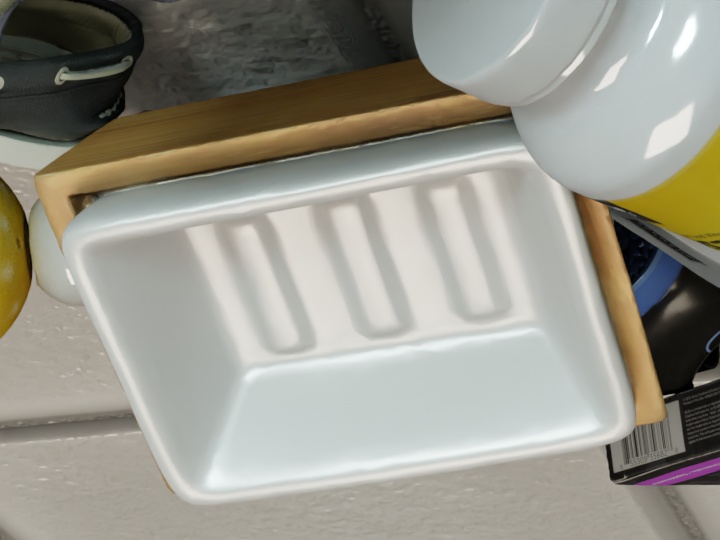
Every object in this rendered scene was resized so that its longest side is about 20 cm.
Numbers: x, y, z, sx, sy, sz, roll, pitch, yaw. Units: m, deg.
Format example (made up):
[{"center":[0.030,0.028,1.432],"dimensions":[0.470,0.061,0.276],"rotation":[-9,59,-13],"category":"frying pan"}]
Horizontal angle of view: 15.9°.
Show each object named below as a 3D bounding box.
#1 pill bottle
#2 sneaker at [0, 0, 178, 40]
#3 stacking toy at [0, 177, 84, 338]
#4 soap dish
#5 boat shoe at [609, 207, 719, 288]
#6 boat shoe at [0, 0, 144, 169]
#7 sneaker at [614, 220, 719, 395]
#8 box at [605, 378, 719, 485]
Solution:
[{"center":[0.118,-0.065,0.830],"dimensions":[0.199,0.113,0.112],"rotation":[20,149,-31],"category":"pill bottle"},{"center":[-0.056,-0.129,0.797],"dimensions":[0.199,0.074,0.081],"rotation":[-22,112,-11],"category":"sneaker"},{"center":[-0.178,-0.004,0.993],"dimensions":[0.198,0.147,0.146],"rotation":[-6,152,0],"category":"stacking toy"},{"center":[0.000,0.000,0.948],"dimensions":[0.199,0.081,0.158],"rotation":[-10,127,15],"category":"soap dish"},{"center":[0.147,-0.033,1.022],"dimensions":[0.199,0.068,0.074],"rotation":[29,176,-21],"category":"boat shoe"},{"center":[-0.169,-0.083,0.946],"dimensions":[0.199,0.076,0.060],"rotation":[-1,134,-45],"category":"boat shoe"},{"center":[0.107,0.036,1.157],"dimensions":[0.078,0.071,0.200],"rotation":[23,147,-21],"category":"sneaker"},{"center":[0.230,0.067,1.164],"dimensions":[0.199,0.036,0.143],"rotation":[5,162,-36],"category":"box"}]
